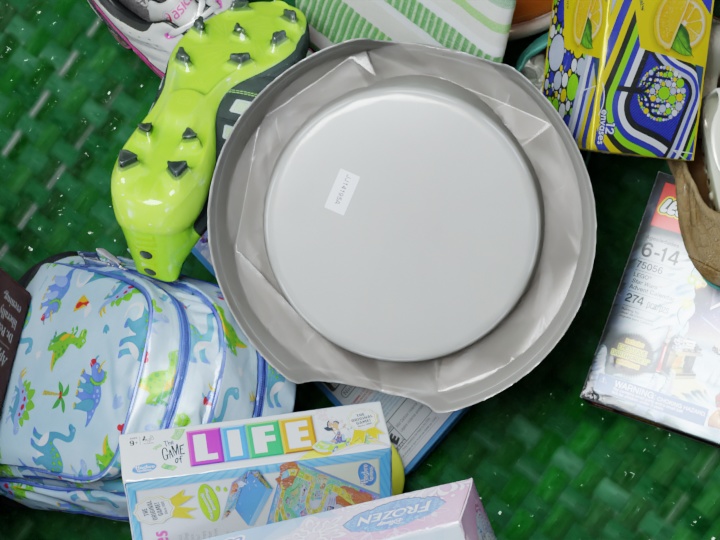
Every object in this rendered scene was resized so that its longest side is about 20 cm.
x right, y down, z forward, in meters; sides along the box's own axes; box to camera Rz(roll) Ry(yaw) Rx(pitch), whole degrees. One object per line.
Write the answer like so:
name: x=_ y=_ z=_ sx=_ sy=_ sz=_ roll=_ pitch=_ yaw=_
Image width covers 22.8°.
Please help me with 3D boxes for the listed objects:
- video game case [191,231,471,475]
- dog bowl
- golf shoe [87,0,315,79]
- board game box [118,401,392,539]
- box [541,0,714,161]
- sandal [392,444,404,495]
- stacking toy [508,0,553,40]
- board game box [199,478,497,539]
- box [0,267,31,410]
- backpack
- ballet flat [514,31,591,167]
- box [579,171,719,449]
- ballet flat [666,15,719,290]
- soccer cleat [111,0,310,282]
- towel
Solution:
video game case: x=0.000 y=0.000 z=1.029 sx=0.200 sy=0.018 sz=0.143 roll=46 pitch=119 yaw=14
dog bowl: x=0.023 y=-0.026 z=0.937 sx=0.200 sy=0.059 sz=0.200 roll=1 pitch=98 yaw=5
golf shoe: x=-0.092 y=-0.133 z=1.072 sx=0.200 sy=0.092 sz=0.073 roll=34 pitch=90 yaw=16
board game box: x=-0.051 y=0.159 z=0.946 sx=0.134 sy=0.200 sz=0.034 roll=-7 pitch=42 yaw=-7
box: x=0.146 y=-0.161 z=0.943 sx=0.064 sy=0.070 sz=0.200 roll=4 pitch=96 yaw=-21
sandal: x=-0.068 y=0.160 z=1.014 sx=0.079 sy=0.087 sz=0.200 roll=46 pitch=102 yaw=16
stacking toy: x=0.071 y=-0.233 z=0.976 sx=0.146 sy=0.200 sz=0.146 roll=-2 pitch=63 yaw=3
board game box: x=-0.005 y=0.214 z=0.884 sx=0.200 sy=0.043 sz=0.199 roll=-15 pitch=112 yaw=20
box: x=-0.293 y=0.065 z=0.907 sx=0.164 sy=0.166 sz=0.200 roll=6 pitch=69 yaw=16
backpack: x=-0.128 y=0.067 z=0.993 sx=0.200 sy=0.154 sz=0.163 roll=13 pitch=77 yaw=31
ballet flat: x=0.095 y=-0.046 z=1.016 sx=0.067 sy=0.070 sz=0.200 roll=12 pitch=85 yaw=8
box: x=0.238 y=0.040 z=0.981 sx=0.200 sy=0.040 sz=0.137 roll=18 pitch=84 yaw=17
ballet flat: x=0.190 y=-0.086 z=0.969 sx=0.068 sy=0.072 sz=0.200 roll=-3 pitch=59 yaw=-3
soccer cleat: x=-0.083 y=-0.078 z=0.984 sx=0.067 sy=0.081 sz=0.200 roll=15 pitch=45 yaw=14
towel: x=0.022 y=-0.152 z=0.994 sx=0.153 sy=0.200 sz=0.023 roll=41 pitch=67 yaw=17
